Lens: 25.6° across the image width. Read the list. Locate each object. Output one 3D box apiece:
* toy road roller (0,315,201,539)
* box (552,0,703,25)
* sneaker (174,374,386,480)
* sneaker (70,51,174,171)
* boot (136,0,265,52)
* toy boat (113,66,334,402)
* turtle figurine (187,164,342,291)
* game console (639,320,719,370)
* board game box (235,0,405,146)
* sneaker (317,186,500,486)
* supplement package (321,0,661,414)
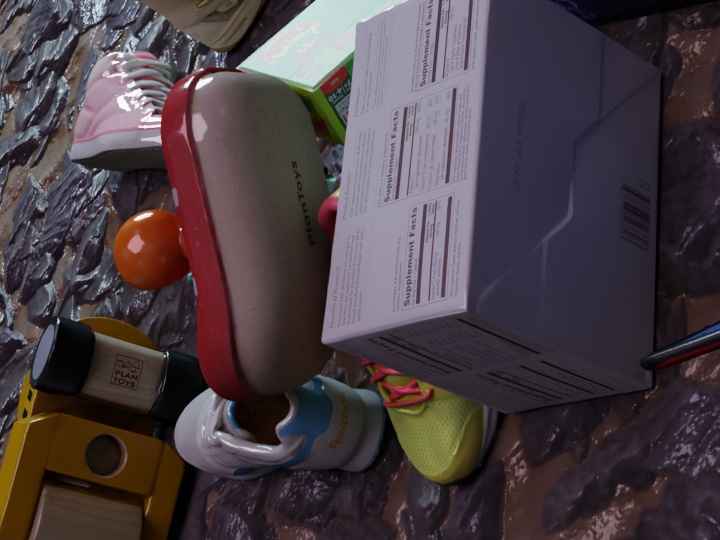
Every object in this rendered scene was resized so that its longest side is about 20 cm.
[{"bbox_3d":[-0.210,0.135,1.208,0.146,0.123,0.200,-17,58,63],"label":"toy road roller"},{"bbox_3d":[0.153,-0.212,0.903,0.200,0.141,0.079,-4,71,51],"label":"box"},{"bbox_3d":[-0.073,0.099,1.079,0.200,0.081,0.077,-12,64,49],"label":"sneaker"},{"bbox_3d":[-0.183,-0.139,1.340,0.200,0.075,0.105,3,80,56],"label":"sneaker"},{"bbox_3d":[-0.126,-0.293,1.281,0.200,0.155,0.073,-58,38,13],"label":"boot"},{"bbox_3d":[-0.091,-0.018,0.967,0.130,0.130,0.200,-13,89,23],"label":"toy boat"},{"bbox_3d":[-0.056,-0.050,1.117,0.200,0.101,0.150,19,106,37],"label":"turtle figurine"},{"bbox_3d":[0.232,-0.044,0.737,0.200,0.119,0.173,-25,54,42],"label":"game console"},{"bbox_3d":[0.024,-0.170,1.047,0.200,0.048,0.102,-43,33,-16],"label":"board game box"},{"bbox_3d":[0.018,0.036,0.948,0.078,0.090,0.200,-16,90,42],"label":"sneaker"},{"bbox_3d":[0.079,-0.039,0.895,0.111,0.156,0.200,-15,61,45],"label":"supplement package"}]
